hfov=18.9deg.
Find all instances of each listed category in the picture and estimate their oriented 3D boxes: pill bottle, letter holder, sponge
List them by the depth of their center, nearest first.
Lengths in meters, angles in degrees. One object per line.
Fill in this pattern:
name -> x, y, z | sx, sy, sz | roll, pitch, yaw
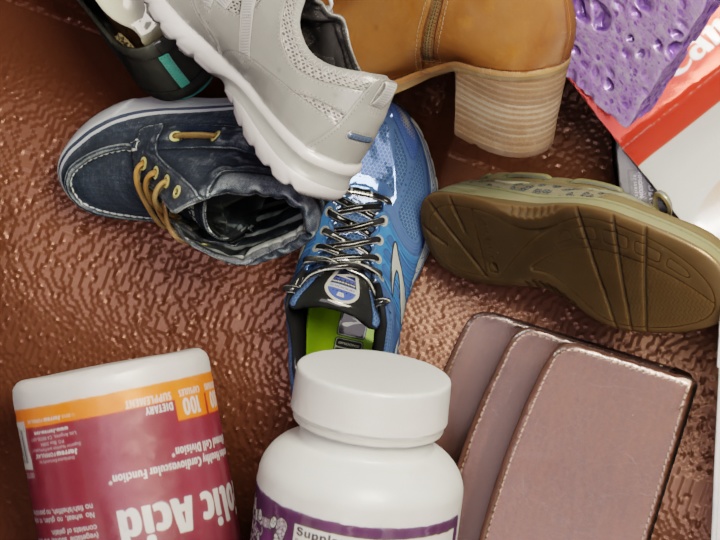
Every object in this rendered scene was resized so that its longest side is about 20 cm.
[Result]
sponge -> 0.144, -0.179, 1.085 | 0.112, 0.030, 0.200 | 43, 133, 15
pill bottle -> -0.004, 0.149, 1.152 | 0.112, 0.112, 0.201 | 8, 103, 5
letter holder -> 0.090, 0.134, 1.205 | 0.141, 0.101, 0.201 | 17, 92, 6
pill bottle -> -0.123, 0.151, 1.215 | 0.114, 0.114, 0.201 | -11, 90, 5

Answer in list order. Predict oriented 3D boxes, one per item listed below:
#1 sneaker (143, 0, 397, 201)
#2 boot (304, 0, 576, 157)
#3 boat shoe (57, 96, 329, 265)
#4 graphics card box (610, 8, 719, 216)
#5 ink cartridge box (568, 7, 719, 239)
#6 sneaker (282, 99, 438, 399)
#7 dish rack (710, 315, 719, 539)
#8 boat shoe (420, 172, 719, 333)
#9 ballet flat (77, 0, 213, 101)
sneaker -> -0.045, -0.130, 1.125 | 0.082, 0.075, 0.200 | -48, 63, 22
boot -> 0.026, -0.158, 1.121 | 0.200, 0.077, 0.156 | 28, 130, 36
boat shoe -> -0.097, -0.047, 1.189 | 0.199, 0.091, 0.071 | -8, 125, 30
graphics card box -> 0.238, -0.097, 1.215 | 0.199, 0.051, 0.126 | -4, 91, 6
ink cartridge box -> 0.224, -0.089, 1.165 | 0.162, 0.050, 0.200 | -38, 94, 6
sneaker -> 0.000, 0.000, 1.216 | 0.078, 0.089, 0.201 | 6, 89, 4
dish rack -> 0.269, 0.078, 1.150 | 0.171, 0.044, 0.201 | -15, 120, -23
boat shoe -> 0.124, -0.021, 1.170 | 0.199, 0.063, 0.074 | 18, 128, 38
ballet flat -> -0.143, -0.181, 1.203 | 0.068, 0.068, 0.200 | -40, 65, 4
